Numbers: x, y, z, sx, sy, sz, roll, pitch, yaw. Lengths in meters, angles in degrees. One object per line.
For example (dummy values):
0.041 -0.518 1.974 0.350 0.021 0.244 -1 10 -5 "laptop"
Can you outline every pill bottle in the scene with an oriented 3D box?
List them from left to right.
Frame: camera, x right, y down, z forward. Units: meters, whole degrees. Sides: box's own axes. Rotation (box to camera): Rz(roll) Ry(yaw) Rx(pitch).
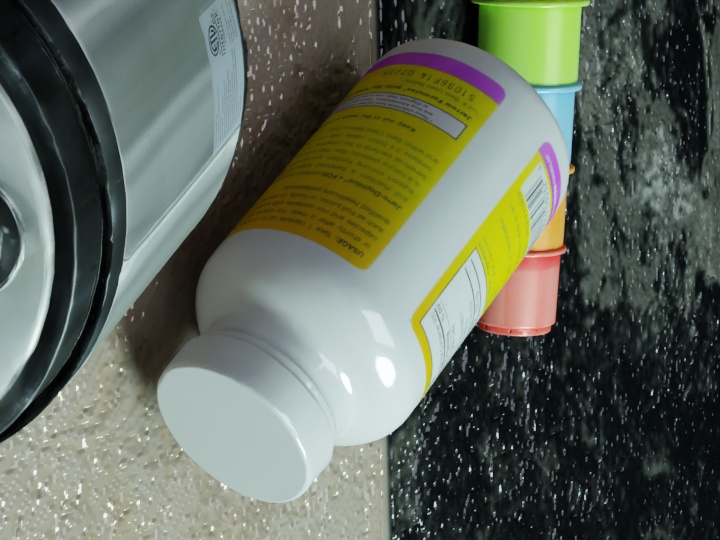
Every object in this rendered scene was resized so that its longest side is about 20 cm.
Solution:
0.000 0.000 0.898 0.200 0.104 0.105 -51 133 -36 "pill bottle"

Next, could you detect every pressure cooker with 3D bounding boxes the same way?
-0.134 -0.041 0.609 0.176 0.178 0.200 48 26 -9 "pressure cooker"

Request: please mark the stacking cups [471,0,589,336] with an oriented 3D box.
0.079 -0.070 1.031 0.060 0.060 0.202 -10 104 -53 "stacking cups"
